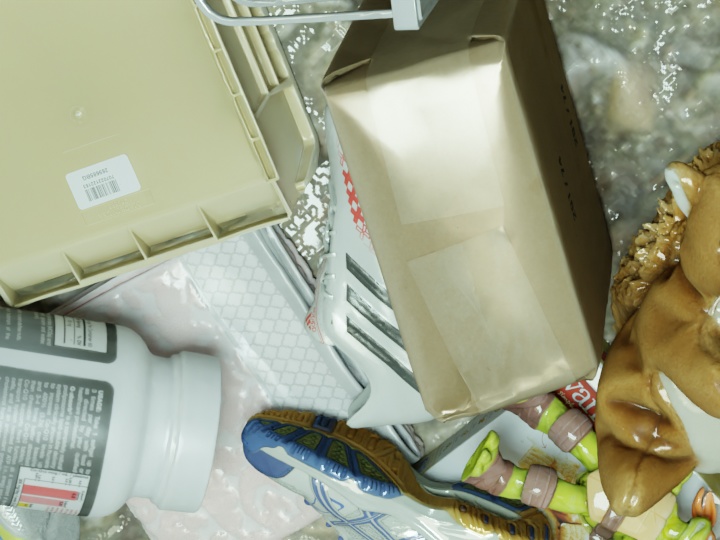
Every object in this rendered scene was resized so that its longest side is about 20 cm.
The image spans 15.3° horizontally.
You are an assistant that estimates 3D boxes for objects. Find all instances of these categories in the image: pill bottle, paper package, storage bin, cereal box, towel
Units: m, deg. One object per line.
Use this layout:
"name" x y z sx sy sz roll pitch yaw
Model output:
"pill bottle" -0.187 0.083 1.571 0.199 0.116 0.116 9 114 -11
"paper package" 0.065 -0.052 1.477 0.103 0.191 0.201 -14 110 13
"storage bin" -0.151 -0.105 1.554 0.199 0.094 0.199 -17 108 17
"cereal box" 0.112 0.149 1.631 0.200 0.040 0.144 -40 98 23
"towel" -0.087 0.079 1.649 0.191 0.032 0.200 -30 102 21

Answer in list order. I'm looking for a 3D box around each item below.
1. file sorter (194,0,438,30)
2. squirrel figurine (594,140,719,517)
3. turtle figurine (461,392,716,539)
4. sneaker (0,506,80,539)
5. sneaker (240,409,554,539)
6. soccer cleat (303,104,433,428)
"file sorter" -0.015 -0.219 1.423 0.124 0.200 0.139 -3 111 14
"squirrel figurine" 0.195 0.004 1.467 0.141 0.200 0.187 -4 128 -6
"turtle figurine" 0.151 0.121 1.557 0.161 0.064 0.200 32 85 1
"sneaker" -0.250 0.112 1.680 0.105 0.076 0.201 -12 102 28
"sneaker" 0.012 0.155 1.595 0.200 0.075 0.088 26 112 5
"soccer cleat" 0.000 0.000 1.572 0.085 0.069 0.201 -17 105 7
